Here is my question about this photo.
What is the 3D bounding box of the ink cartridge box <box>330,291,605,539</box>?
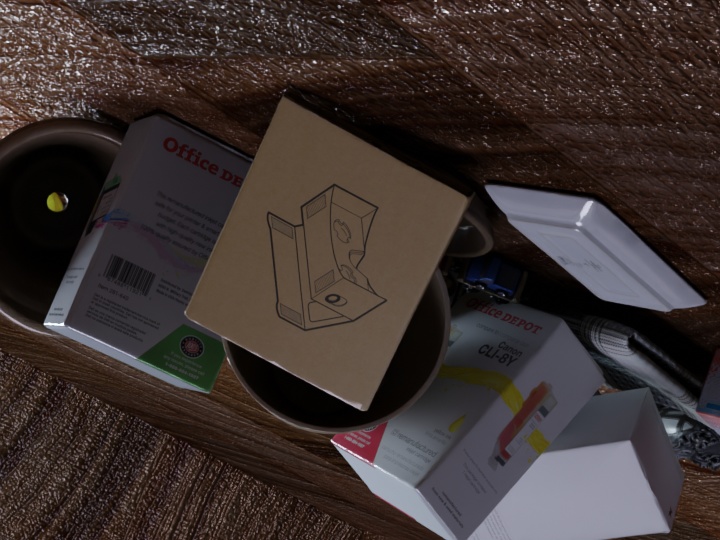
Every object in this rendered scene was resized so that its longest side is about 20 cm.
[{"bbox_3d":[0.094,0.122,1.605,0.084,0.200,0.145,52,163,-30],"label":"ink cartridge box"}]

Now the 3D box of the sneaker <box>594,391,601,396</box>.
[{"bbox_3d":[0.201,0.130,1.724,0.198,0.078,0.078,24,164,11],"label":"sneaker"}]

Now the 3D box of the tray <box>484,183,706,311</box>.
[{"bbox_3d":[0.184,-0.012,1.432,0.107,0.022,0.200,12,164,41],"label":"tray"}]

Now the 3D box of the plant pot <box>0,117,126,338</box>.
[{"bbox_3d":[-0.277,-0.052,1.721,0.199,0.202,0.175,25,-175,-16],"label":"plant pot"}]

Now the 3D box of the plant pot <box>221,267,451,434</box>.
[{"bbox_3d":[-0.027,0.059,1.552,0.186,0.189,0.200,21,166,1],"label":"plant pot"}]

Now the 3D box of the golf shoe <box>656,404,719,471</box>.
[{"bbox_3d":[0.323,0.145,1.759,0.198,0.095,0.078,-14,134,27],"label":"golf shoe"}]

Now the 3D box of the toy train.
[{"bbox_3d":[0.057,-0.018,1.596,0.198,0.034,0.046,21,157,1],"label":"toy train"}]

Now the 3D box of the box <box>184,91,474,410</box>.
[{"bbox_3d":[-0.025,-0.012,1.396,0.162,0.201,0.021,28,-157,3],"label":"box"}]

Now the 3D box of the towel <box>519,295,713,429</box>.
[{"bbox_3d":[0.230,0.084,1.672,0.199,0.035,0.192,33,170,-39],"label":"towel"}]

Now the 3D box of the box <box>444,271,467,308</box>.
[{"bbox_3d":[0.000,0.000,1.670,0.199,0.076,0.050,28,164,-20],"label":"box"}]

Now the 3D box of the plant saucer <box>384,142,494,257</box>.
[{"bbox_3d":[0.018,-0.064,1.475,0.198,0.030,0.200,20,167,5],"label":"plant saucer"}]

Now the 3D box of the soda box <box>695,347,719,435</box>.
[{"bbox_3d":[0.391,0.124,1.557,0.199,0.064,0.068,13,165,36],"label":"soda box"}]

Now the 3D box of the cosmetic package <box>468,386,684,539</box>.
[{"bbox_3d":[0.178,0.183,1.646,0.198,0.085,0.108,-11,117,27],"label":"cosmetic package"}]

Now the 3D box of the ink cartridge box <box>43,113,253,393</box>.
[{"bbox_3d":[-0.166,-0.015,1.595,0.144,0.202,0.084,26,170,-21],"label":"ink cartridge box"}]

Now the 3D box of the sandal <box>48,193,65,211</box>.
[{"bbox_3d":[-0.402,-0.060,2.081,0.198,0.080,0.087,16,170,30],"label":"sandal"}]
